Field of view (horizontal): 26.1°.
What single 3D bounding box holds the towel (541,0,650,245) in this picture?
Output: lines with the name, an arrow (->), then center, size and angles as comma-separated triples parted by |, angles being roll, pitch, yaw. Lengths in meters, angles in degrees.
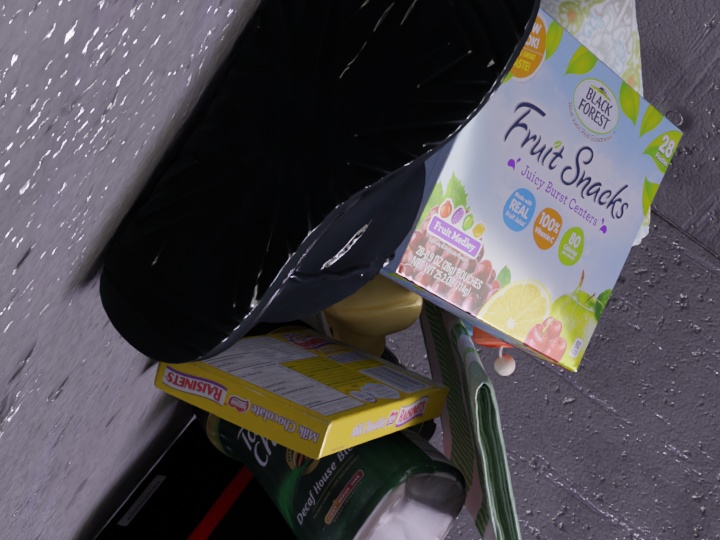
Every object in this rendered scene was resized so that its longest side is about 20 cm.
towel -> 0.121, -0.086, 1.028 | 0.170, 0.048, 0.202 | -25, 116, -38

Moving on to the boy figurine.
boy figurine -> 0.000, 0.000, 1.020 | 0.200, 0.064, 0.126 | -142, -135, -84

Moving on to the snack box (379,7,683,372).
snack box -> 0.090, -0.051, 0.915 | 0.200, 0.067, 0.170 | 29, 85, -49

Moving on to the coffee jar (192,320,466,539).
coffee jar -> -0.027, 0.113, 1.012 | 0.085, 0.200, 0.105 | 24, 104, -46

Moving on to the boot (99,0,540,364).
boot -> -0.003, -0.052, 0.597 | 0.200, 0.076, 0.168 | -49, 175, 13

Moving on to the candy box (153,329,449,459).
candy box -> -0.026, 0.065, 0.877 | 0.200, 0.102, 0.027 | -2, 110, -69

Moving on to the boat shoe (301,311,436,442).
boat shoe -> -0.012, 0.073, 1.145 | 0.200, 0.067, 0.072 | 40, -71, 56

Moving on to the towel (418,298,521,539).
towel -> 0.068, 0.102, 0.989 | 0.200, 0.023, 0.154 | -108, -173, -70

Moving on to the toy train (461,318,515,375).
toy train -> 0.050, -0.008, 1.123 | 0.055, 0.199, 0.152 | 15, 82, -48

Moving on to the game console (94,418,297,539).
game console -> -0.091, 0.178, 1.073 | 0.200, 0.176, 0.031 | -51, 134, -45
